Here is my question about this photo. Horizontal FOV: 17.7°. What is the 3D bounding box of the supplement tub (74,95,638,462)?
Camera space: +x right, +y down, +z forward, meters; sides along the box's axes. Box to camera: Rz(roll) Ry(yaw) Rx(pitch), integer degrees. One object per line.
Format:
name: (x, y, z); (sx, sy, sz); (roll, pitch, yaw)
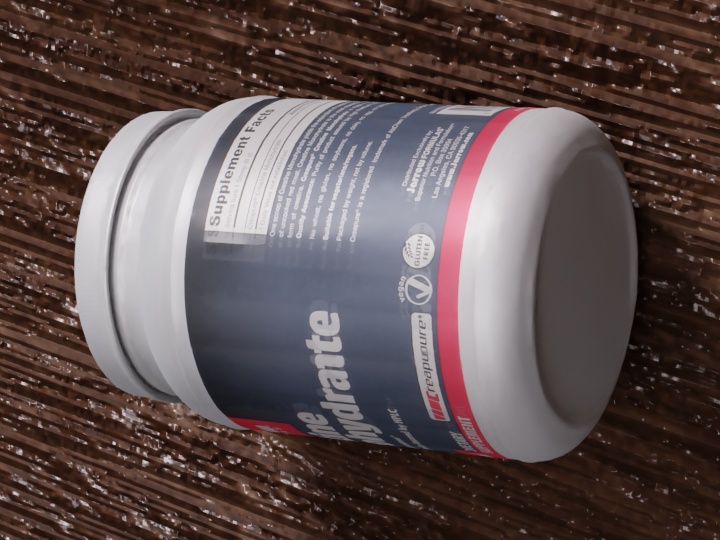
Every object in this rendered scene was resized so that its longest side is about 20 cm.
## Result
supplement tub: (0.000, 0.000, 0.942); (0.200, 0.140, 0.140); (4, 110, 27)
